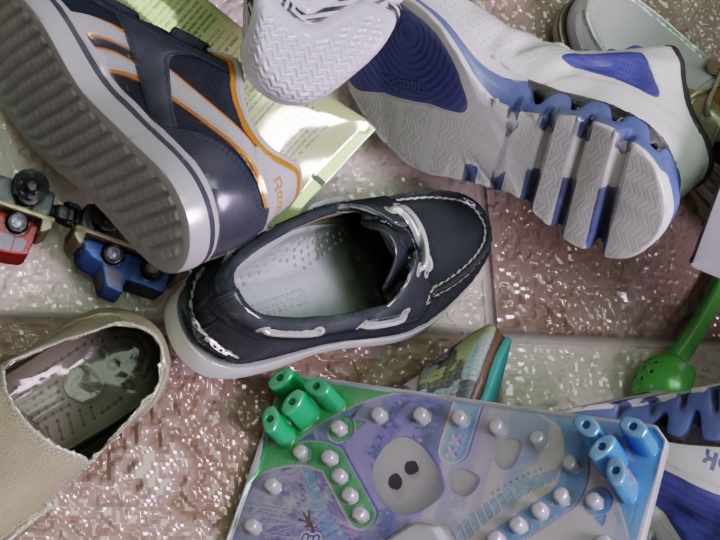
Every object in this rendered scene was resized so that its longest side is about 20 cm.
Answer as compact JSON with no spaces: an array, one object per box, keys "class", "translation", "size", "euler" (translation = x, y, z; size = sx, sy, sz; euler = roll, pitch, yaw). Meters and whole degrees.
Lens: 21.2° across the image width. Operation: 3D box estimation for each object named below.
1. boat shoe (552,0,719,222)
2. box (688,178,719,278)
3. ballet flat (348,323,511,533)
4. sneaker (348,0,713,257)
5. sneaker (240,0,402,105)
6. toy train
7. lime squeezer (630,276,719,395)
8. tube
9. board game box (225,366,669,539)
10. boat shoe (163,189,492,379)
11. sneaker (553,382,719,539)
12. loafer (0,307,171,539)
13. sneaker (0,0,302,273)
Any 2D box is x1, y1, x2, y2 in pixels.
[{"class":"boat shoe","translation":[0.191,-0.082,1.041],"size":[0.200,0.068,0.075],"euler":[46,64,-3]},{"class":"box","translation":[0.252,-0.061,0.955],"size":[0.117,0.060,0.200],"euler":[22,47,11]},{"class":"ballet flat","translation":[0.023,0.114,0.924],"size":[0.071,0.069,0.200],"euler":[9,69,9]},{"class":"sneaker","translation":[0.098,-0.083,0.977],"size":[0.199,0.081,0.115],"euler":[34,36,25]},{"class":"sneaker","translation":[-0.030,-0.149,0.943],"size":[0.075,0.115,0.200],"euler":[26,58,-20]},{"class":"toy train","translation":[-0.170,-0.026,0.903],"size":[0.200,0.034,0.046],"euler":[19,72,-15]},{"class":"lime squeezer","translation":[0.170,0.088,1.007],"size":[0.071,0.038,0.200],"euler":[22,62,-48]},{"class":"tube","translation":[-0.091,-0.108,0.954],"size":[0.200,0.058,0.052],"euler":[41,33,-7]},{"class":"board game box","translation":[0.018,0.144,0.855],"size":[0.200,0.026,0.200],"euler":[6,65,27]},{"class":"boat shoe","translation":[0.000,0.000,0.929],"size":[0.200,0.060,0.076],"euler":[-26,82,-40]},{"class":"sneaker","translation":[0.152,0.112,0.893],"size":[0.081,0.199,0.115],"euler":[-5,83,-42]},{"class":"loafer","translation":[-0.163,0.078,0.854],"size":[0.076,0.068,0.200],"euler":[48,64,-2]},{"class":"sneaker","translation":[-0.107,-0.079,0.900],"size":[0.079,0.078,0.200],"euler":[-23,57,-34]}]
